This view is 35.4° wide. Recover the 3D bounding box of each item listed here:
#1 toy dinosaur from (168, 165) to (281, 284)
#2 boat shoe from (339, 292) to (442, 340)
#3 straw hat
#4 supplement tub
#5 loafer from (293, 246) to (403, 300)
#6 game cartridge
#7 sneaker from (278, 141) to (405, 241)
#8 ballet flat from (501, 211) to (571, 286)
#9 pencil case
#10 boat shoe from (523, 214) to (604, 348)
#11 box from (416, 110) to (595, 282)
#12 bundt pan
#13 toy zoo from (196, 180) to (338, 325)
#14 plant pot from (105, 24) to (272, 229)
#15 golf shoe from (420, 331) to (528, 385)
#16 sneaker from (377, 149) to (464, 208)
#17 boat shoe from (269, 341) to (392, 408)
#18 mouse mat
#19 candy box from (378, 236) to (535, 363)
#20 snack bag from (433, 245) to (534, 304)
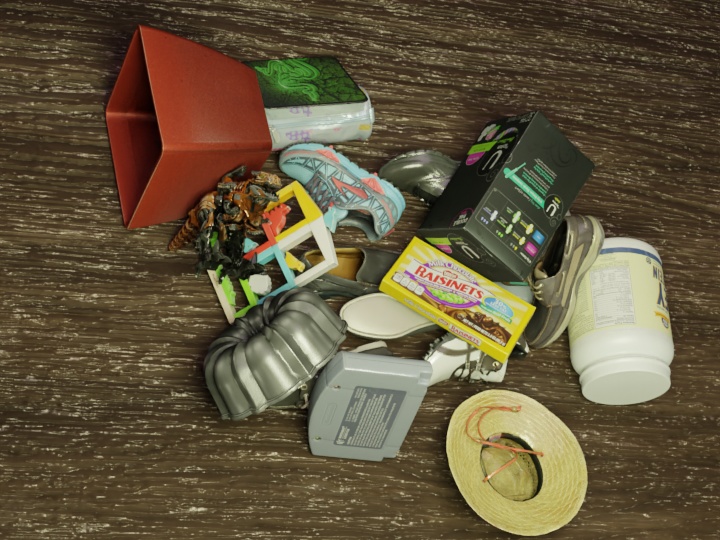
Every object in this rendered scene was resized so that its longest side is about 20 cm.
[{"bbox_3d":[-0.177,-0.060,1.500,0.101,0.200,0.138,3,68,-30],"label":"toy dinosaur"},{"bbox_3d":[0.063,0.063,1.576,0.196,0.057,0.068,-7,77,-14],"label":"boat shoe"},{"bbox_3d":[0.193,0.265,1.479,0.197,0.086,0.204,7,55,-10],"label":"straw hat"},{"bbox_3d":[0.363,0.072,1.592,0.142,0.145,0.203,6,61,-12],"label":"supplement tub"},{"bbox_3d":[0.000,0.000,1.574,0.196,0.073,0.074,-6,64,-18],"label":"loafer"},{"bbox_3d":[0.002,0.171,1.411,0.131,0.201,0.041,4,50,-14],"label":"game cartridge"},{"bbox_3d":[-0.034,-0.111,1.620,0.197,0.080,0.096,26,61,0],"label":"sneaker"},{"bbox_3d":[0.269,-0.053,1.646,0.071,0.068,0.201,19,58,26],"label":"ballet flat"},{"bbox_3d":[-0.080,-0.222,1.658,0.197,0.090,0.085,-10,91,-22],"label":"pencil case"},{"bbox_3d":[0.265,0.010,1.572,0.072,0.203,0.075,15,15,-26],"label":"boat shoe"},{"bbox_3d":[0.201,-0.099,1.569,0.124,0.148,0.202,38,76,-18],"label":"box"},{"bbox_3d":[-0.116,0.093,1.414,0.202,0.201,0.076,-43,107,-29],"label":"bundt pan"},{"bbox_3d":[-0.115,-0.030,1.525,0.198,0.020,0.133,-31,70,10],"label":"toy zoo"},{"bbox_3d":[-0.232,-0.192,1.552,0.174,0.200,0.203,-2,63,-28],"label":"plant pot"},{"bbox_3d":[0.152,0.122,1.548,0.198,0.078,0.095,-31,74,-26],"label":"golf shoe"},{"bbox_3d":[0.121,-0.122,1.653,0.196,0.076,0.092,4,72,-7],"label":"sneaker"},{"bbox_3d":[-0.037,0.148,1.480,0.197,0.067,0.057,-17,62,-26],"label":"boat shoe"},{"bbox_3d":[-0.088,-0.281,1.672,0.158,0.008,0.201,-7,30,-16],"label":"mouse mat"},{"bbox_3d":[0.133,0.038,1.542,0.198,0.027,0.102,30,48,10],"label":"candy box"},{"bbox_3d":[0.198,-0.046,1.682,0.185,0.021,0.203,13,61,-8],"label":"snack bag"}]
